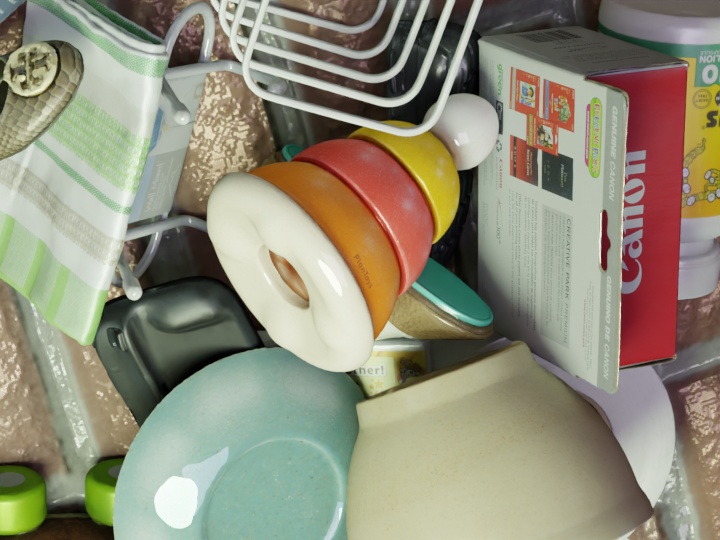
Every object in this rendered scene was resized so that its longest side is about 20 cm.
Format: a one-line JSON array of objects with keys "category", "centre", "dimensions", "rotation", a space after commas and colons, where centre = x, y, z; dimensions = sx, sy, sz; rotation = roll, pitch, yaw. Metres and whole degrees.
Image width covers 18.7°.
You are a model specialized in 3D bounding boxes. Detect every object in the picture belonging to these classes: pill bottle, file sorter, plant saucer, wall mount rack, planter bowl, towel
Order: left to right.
[{"category": "towel", "centre": [-0.190, -0.073, 1.391], "dimensions": [0.031, 0.149, 0.201], "rotation": [2, 112, -40]}, {"category": "wall mount rack", "centre": [-0.117, -0.065, 1.401], "dimensions": [0.074, 0.174, 0.201], "rotation": [22, 108, 18]}, {"category": "plant saucer", "centre": [-0.065, 0.152, 1.443], "dimensions": [0.200, 0.039, 0.202], "rotation": [-10, 112, -27]}, {"category": "file sorter", "centre": [-0.014, -0.186, 1.361], "dimensions": [0.138, 0.200, 0.125], "rotation": [14, 111, -18]}, {"category": "planter bowl", "centre": [0.073, 0.127, 1.412], "dimensions": [0.199, 0.200, 0.135], "rotation": [-20, 89, -5]}, {"category": "pill bottle", "centre": [0.213, -0.088, 1.497], "dimensions": [0.112, 0.113, 0.201], "rotation": [-2, 111, -12]}]

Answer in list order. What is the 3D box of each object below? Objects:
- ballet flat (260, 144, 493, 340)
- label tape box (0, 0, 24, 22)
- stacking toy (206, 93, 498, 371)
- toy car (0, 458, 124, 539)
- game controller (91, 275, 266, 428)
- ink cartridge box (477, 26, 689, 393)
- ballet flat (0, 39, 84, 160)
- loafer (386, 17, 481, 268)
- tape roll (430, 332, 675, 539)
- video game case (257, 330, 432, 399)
[{"category": "ballet flat", "centre": [0.000, 0.000, 1.465], "dimensions": [0.200, 0.068, 0.073], "rotation": [40, 112, 15]}, {"category": "label tape box", "centre": [-0.246, -0.203, 1.326], "dimensions": [0.200, 0.143, 0.066], "rotation": [-42, 76, 3]}, {"category": "stacking toy", "centre": [0.015, -0.044, 1.389], "dimensions": [0.200, 0.146, 0.147], "rotation": [-37, 117, -24]}, {"category": "toy car", "centre": [-0.192, 0.246, 1.481], "dimensions": [0.157, 0.200, 0.165], "rotation": [-3, 111, -12]}, {"category": "game controller", "centre": [-0.102, 0.088, 1.467], "dimensions": [0.104, 0.042, 0.201], "rotation": [-21, 126, 6]}, {"category": "ink cartridge box", "centre": [0.152, -0.041, 1.411], "dimensions": [0.083, 0.175, 0.201], "rotation": [-9, 110, -25]}, {"category": "ballet flat", "centre": [-0.259, -0.094, 1.377], "dimensions": [0.199, 0.068, 0.046], "rotation": [-23, 142, 26]}, {"category": "loafer", "centre": [0.039, -0.077, 1.493], "dimensions": [0.070, 0.068, 0.202], "rotation": [15, 118, 18]}, {"category": "tape roll", "centre": [0.124, 0.120, 1.579], "dimensions": [0.201, 0.071, 0.204], "rotation": [-5, 111, -12]}, {"category": "video game case", "centre": [-0.043, 0.128, 1.528], "dimensions": [0.199, 0.023, 0.183], "rotation": [0, 113, 13]}]
